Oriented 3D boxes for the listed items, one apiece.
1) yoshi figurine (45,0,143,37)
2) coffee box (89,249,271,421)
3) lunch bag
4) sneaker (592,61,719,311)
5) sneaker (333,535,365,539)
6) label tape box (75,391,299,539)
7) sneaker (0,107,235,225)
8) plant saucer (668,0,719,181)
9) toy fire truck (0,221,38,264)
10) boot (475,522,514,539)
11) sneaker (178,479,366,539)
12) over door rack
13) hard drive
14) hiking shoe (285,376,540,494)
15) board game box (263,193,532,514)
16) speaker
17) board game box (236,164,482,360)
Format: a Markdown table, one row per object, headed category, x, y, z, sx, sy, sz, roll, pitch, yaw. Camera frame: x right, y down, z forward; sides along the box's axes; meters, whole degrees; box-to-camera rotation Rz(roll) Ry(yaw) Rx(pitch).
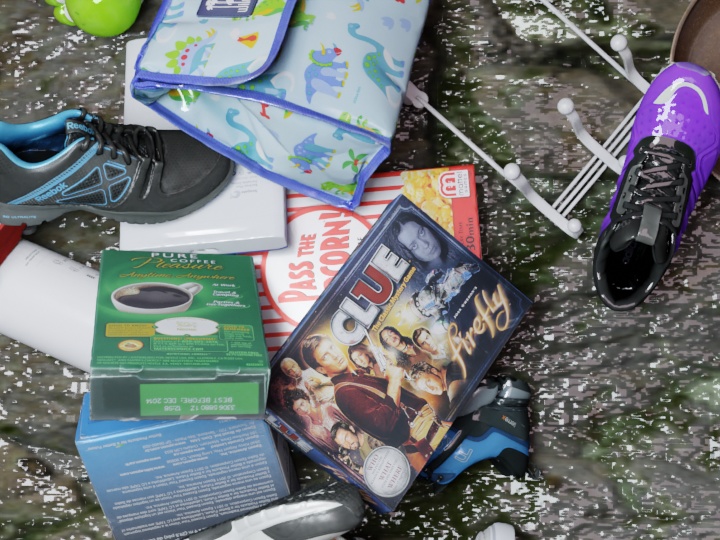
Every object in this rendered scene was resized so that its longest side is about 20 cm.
| category | x | y | z | sx | sy | sz | roll | pitch | yaw |
| --- | --- | --- | --- | --- | --- | --- | --- | --- | --- |
| yoshi figurine | -0.167 | -0.251 | 1.110 | 0.199 | 0.112 | 0.113 | -28 | 88 | 3 |
| coffee box | -0.131 | 0.043 | 0.968 | 0.122 | 0.200 | 0.044 | 1 | 114 | -10 |
| lunch bag | -0.061 | -0.170 | 1.040 | 0.199 | 0.128 | 0.171 | 20 | 58 | -7 |
| sneaker | 0.225 | -0.054 | 1.014 | 0.069 | 0.100 | 0.201 | 18 | 117 | 10 |
| sneaker | -0.032 | 0.246 | 1.034 | 0.199 | 0.078 | 0.080 | -2 | 70 | 22 |
| label tape box | -0.124 | 0.176 | 1.058 | 0.144 | 0.063 | 0.201 | -12 | 123 | 2 |
| sneaker | -0.191 | -0.081 | 1.017 | 0.199 | 0.082 | 0.073 | -9 | 56 | -15 |
| plant saucer | 0.335 | -0.150 | 1.077 | 0.199 | 0.037 | 0.201 | 0 | 88 | -10 |
| toy fire truck | -0.317 | -0.080 | 1.076 | 0.141 | 0.049 | 0.200 | 25 | 52 | 6 |
| boot | 0.056 | 0.286 | 1.037 | 0.095 | 0.074 | 0.201 | 14 | 84 | 0 |
| sneaker | -0.071 | 0.212 | 0.978 | 0.200 | 0.074 | 0.080 | -28 | 79 | 30 |
| over door rack | 0.143 | -0.144 | 1.092 | 0.200 | 0.067 | 0.148 | 40 | 86 | 8 |
| hard drive | -0.128 | -0.105 | 1.094 | 0.131 | 0.025 | 0.201 | -5 | 63 | 4 |
| hiking shoe | 0.041 | 0.134 | 1.052 | 0.199 | 0.074 | 0.087 | -7 | 85 | -4 |
| board game box | 0.022 | 0.060 | 1.003 | 0.135 | 0.035 | 0.200 | 39 | 67 | -6 |
| speaker | -0.226 | 0.037 | 1.088 | 0.199 | 0.081 | 0.081 | 23 | 85 | 6 |
| board game box | 0.000 | 0.000 | 1.092 | 0.199 | 0.046 | 0.152 | -5 | 81 | 4 |
